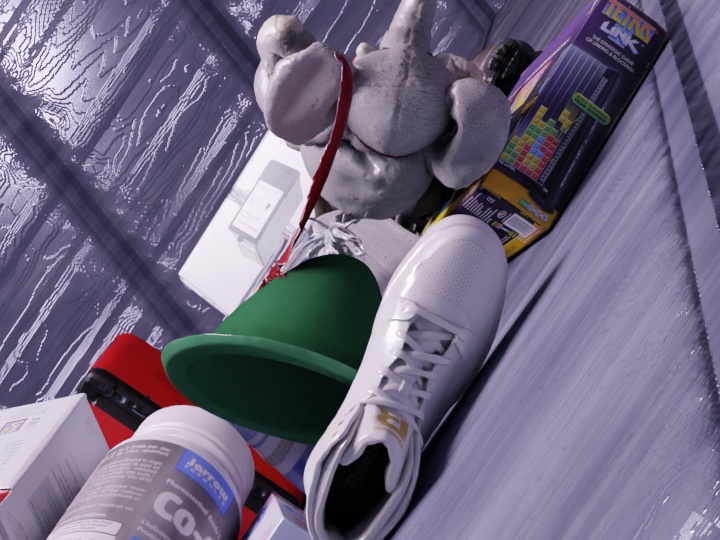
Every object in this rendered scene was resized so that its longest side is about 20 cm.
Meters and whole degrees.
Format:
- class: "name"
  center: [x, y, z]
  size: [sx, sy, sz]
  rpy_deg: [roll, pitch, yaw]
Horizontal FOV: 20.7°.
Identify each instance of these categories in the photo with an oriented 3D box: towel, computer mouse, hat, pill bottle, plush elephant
- class: "towel"
  center: [-0.043, 0.072, 1.491]
  size: [0.147, 0.024, 0.200]
  rpy_deg: [-56, -36, -14]
- class: "computer mouse"
  center: [0.045, -0.085, 1.456]
  size: [0.059, 0.034, 0.200]
  rpy_deg: [-60, 11, 20]
- class: "hat"
  center: [-0.020, 0.001, 1.262]
  size: [0.200, 0.165, 0.177]
  rpy_deg: [-22, 48, 56]
- class: "pill bottle"
  center: [-0.148, 0.185, 1.361]
  size: [0.114, 0.113, 0.200]
  rpy_deg: [-53, 4, 33]
- class: "plush elephant"
  center: [0.016, -0.111, 1.278]
  size: [0.155, 0.164, 0.201]
  rpy_deg: [123, 160, -54]

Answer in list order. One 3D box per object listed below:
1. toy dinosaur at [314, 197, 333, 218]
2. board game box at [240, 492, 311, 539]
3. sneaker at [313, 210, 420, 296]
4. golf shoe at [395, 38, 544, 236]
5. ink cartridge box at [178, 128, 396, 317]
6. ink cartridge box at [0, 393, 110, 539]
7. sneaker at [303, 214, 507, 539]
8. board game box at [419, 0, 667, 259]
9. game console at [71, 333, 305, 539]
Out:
- class: "toy dinosaur"
  center: [0.000, 0.000, 1.553]
  size: [0.102, 0.077, 0.200]
  rpy_deg: [-53, -22, -7]
- class: "board game box"
  center: [-0.094, 0.248, 1.317]
  size: [0.200, 0.041, 0.200]
  rpy_deg: [-56, 3, -5]
- class: "sneaker"
  center: [0.026, 0.040, 1.361]
  size: [0.200, 0.073, 0.116]
  rpy_deg: [-135, 36, -63]
- class: "golf shoe"
  center: [0.080, -0.085, 1.520]
  size: [0.201, 0.078, 0.094]
  rpy_deg: [-59, 19, 0]
- class: "ink cartridge box"
  center: [-0.039, -0.049, 1.617]
  size: [0.201, 0.084, 0.146]
  rpy_deg: [-57, -23, 11]
- class: "ink cartridge box"
  center: [-0.226, 0.221, 1.414]
  size: [0.083, 0.201, 0.176]
  rpy_deg: [-13, 21, 23]
- class: "sneaker"
  center: [0.029, 0.069, 1.112]
  size: [0.116, 0.073, 0.201]
  rpy_deg: [-91, 26, -80]
- class: "board game box"
  center: [0.119, -0.086, 1.357]
  size: [0.166, 0.057, 0.200]
  rpy_deg: [-58, 4, -17]
- class: "game console"
  center: [-0.155, 0.168, 1.581]
  size: [0.119, 0.199, 0.172]
  rpy_deg: [-55, 3, 17]
